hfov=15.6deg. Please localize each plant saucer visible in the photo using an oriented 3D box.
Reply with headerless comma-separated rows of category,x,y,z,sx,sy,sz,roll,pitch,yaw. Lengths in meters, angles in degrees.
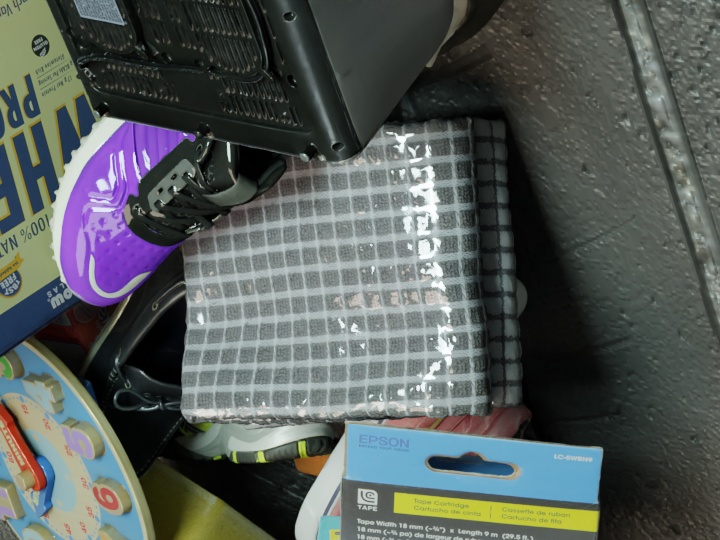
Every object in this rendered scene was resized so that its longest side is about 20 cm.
plant saucer,-0.104,0.172,1.723,0.199,0.049,0.200,26,170,45

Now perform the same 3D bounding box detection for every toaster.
toaster,-0.072,-0.165,1.255,0.180,0.119,0.201,12,137,37

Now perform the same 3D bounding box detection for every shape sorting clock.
shape sorting clock,-0.193,0.123,1.625,0.200,0.039,0.201,40,146,34

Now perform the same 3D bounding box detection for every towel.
towel,-0.014,0.003,1.444,0.199,0.085,0.167,-5,91,31

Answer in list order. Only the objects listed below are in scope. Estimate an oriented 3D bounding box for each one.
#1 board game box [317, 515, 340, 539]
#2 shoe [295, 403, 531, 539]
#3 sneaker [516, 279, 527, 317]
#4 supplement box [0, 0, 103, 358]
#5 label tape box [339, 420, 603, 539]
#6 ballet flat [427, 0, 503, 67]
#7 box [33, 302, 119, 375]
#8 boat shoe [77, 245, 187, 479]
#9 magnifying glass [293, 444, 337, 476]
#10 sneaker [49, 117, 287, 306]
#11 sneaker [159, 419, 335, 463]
board game box,0.061,0.219,1.643,0.150,0.047,0.200,0,147,10
shoe,0.032,0.128,1.603,0.091,0.071,0.201,39,131,13
sneaker,0.000,0.000,1.512,0.199,0.076,0.105,-5,126,44
supplement box,-0.249,-0.066,1.488,0.199,0.134,0.201,0,119,50
label tape box,0.061,0.148,1.477,0.143,0.063,0.201,6,127,4
ballet flat,0.021,-0.128,1.362,0.068,0.068,0.200,41,143,-2
box,-0.224,0.009,1.692,0.199,0.095,0.103,8,136,34
boat shoe,-0.122,0.059,1.593,0.074,0.062,0.201,7,125,-29
magnifying glass,0.045,0.137,1.668,0.199,0.022,0.080,13,136,32
sneaker,-0.090,-0.055,1.388,0.069,0.201,0.100,20,-162,-42
sneaker,-0.080,0.083,1.689,0.199,0.075,0.077,-6,88,54
